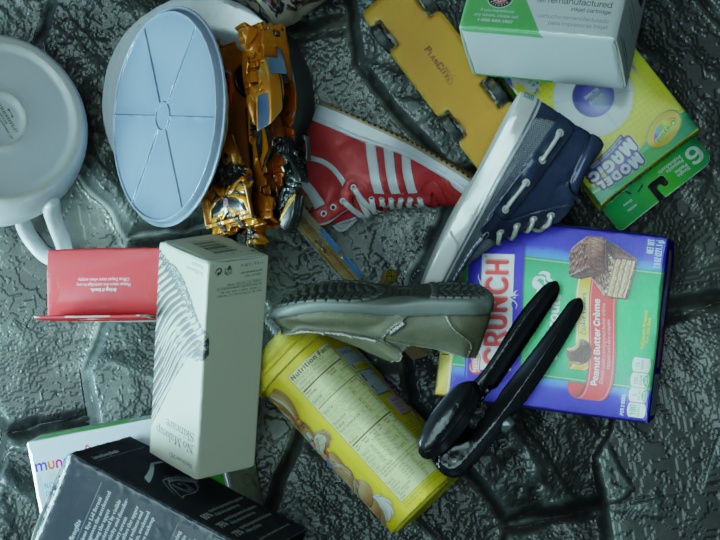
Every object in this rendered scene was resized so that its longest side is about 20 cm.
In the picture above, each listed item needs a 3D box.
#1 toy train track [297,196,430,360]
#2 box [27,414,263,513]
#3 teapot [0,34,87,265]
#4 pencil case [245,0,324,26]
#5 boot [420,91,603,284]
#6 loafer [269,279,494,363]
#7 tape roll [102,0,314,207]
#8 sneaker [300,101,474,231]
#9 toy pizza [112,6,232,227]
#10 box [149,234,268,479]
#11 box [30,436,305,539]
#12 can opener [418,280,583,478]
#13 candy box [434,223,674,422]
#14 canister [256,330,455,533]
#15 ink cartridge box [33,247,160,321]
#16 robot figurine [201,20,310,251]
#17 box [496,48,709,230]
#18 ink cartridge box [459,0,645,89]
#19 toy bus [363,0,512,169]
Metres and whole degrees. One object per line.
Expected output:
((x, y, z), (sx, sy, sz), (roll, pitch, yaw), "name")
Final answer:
((0.000, 0.000, 1.710), (0.200, 0.114, 0.033), (48, 57, -16), "toy train track")
((-0.199, 0.228, 1.764), (0.198, 0.097, 0.179), (-11, 88, 14), "box")
((-0.363, -0.122, 1.791), (0.195, 0.146, 0.202), (12, 71, -18), "teapot")
((-0.031, -0.304, 1.706), (0.199, 0.090, 0.078), (-37, 65, -3), "pencil case")
((0.133, -0.050, 1.626), (0.090, 0.073, 0.201), (28, 101, -3), "boot")
((0.018, 0.050, 1.597), (0.198, 0.075, 0.070), (1, 104, 11), "loafer")
((-0.147, -0.162, 1.771), (0.198, 0.066, 0.203), (0, 89, 15), "tape roll")
((0.025, -0.070, 1.722), (0.199, 0.071, 0.113), (26, 92, 20), "sneaker")
((-0.169, -0.140, 1.683), (0.199, 0.031, 0.203), (-4, 85, 54), "toy pizza")
((-0.136, 0.075, 1.627), (0.082, 0.068, 0.202), (20, 111, 47), "box")
((-0.170, 0.242, 1.632), (0.199, 0.148, 0.105), (25, 97, 13), "box")
((0.128, 0.098, 1.615), (0.063, 0.079, 0.200), (42, 82, 6), "can opener")
((0.177, 0.043, 1.677), (0.198, 0.077, 0.171), (6, 88, 15), "candy box")
((-0.002, 0.138, 1.687), (0.087, 0.148, 0.200), (-45, 81, 9), "canister")
((-0.217, 0.014, 1.716), (0.115, 0.200, 0.068), (-1, 88, 14), "ink cartridge box")
((-0.106, -0.118, 1.673), (0.144, 0.058, 0.202), (-13, 78, 49), "robot figurine")
((0.220, -0.148, 1.679), (0.117, 0.048, 0.201), (-38, 82, 3), "box")
((0.182, -0.273, 1.635), (0.144, 0.084, 0.202), (6, 66, 19), "ink cartridge box")
((0.087, -0.176, 1.702), (0.065, 0.078, 0.201), (-38, 80, 8), "toy bus")
